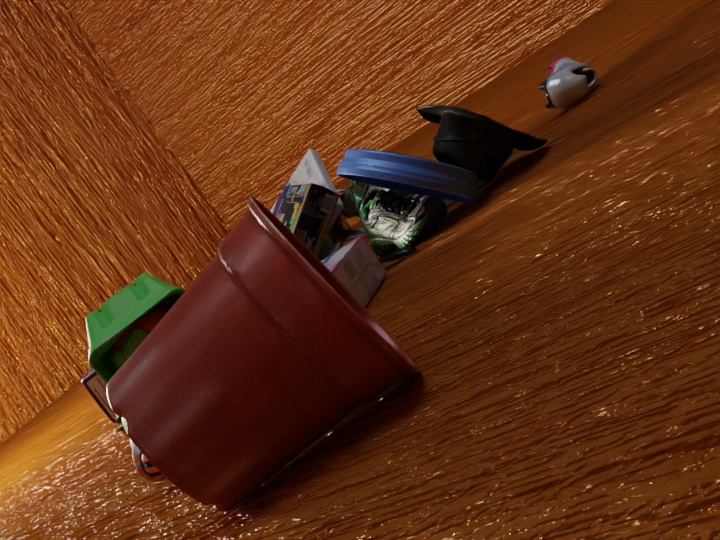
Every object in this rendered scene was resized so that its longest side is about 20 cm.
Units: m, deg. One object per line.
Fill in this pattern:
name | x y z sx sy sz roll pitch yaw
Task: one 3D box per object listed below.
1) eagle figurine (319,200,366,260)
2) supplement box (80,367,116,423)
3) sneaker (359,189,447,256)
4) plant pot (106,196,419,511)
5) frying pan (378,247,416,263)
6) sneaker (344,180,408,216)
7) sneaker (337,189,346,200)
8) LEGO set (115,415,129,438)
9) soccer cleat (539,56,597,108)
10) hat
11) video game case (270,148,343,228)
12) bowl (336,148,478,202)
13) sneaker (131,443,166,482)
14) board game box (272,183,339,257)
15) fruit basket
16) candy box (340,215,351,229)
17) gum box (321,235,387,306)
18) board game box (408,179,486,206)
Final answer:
eagle figurine | -0.085 -0.049 1.808 0.151 0.151 0.201 11 -68 -44
supplement box | -0.403 0.176 1.810 0.200 0.103 0.131 -37 8 -11
sneaker | 0.052 -0.078 1.426 0.078 0.085 0.200 -40 10 -27
plant pot | -0.089 0.078 0.811 0.195 0.201 0.201 -44 8 1
frying pan | 0.002 -0.004 1.407 0.189 0.031 0.115 -17 11 14
sneaker | 0.014 -0.118 1.592 0.089 0.077 0.200 -50 11 -27
sneaker | -0.102 -0.135 2.373 0.200 0.078 0.112 -37 7 -2
LEGO set | -0.308 0.159 1.452 0.154 0.116 0.200 -35 8 8
soccer cleat | 0.356 -0.316 1.632 0.086 0.070 0.200 -14 19 24
hat | 0.163 -0.173 1.397 0.201 0.200 0.081 -160 85 -80
video game case | -0.106 -0.094 1.722 0.182 0.023 0.200 -55 32 21
bowl | 0.067 -0.132 1.361 0.201 0.200 0.040 -159 80 -80
sneaker | -0.145 0.149 1.047 0.112 0.078 0.200 -19 23 40
board game box | -0.115 -0.040 1.600 0.165 0.057 0.201 6 76 68
fruit basket | -0.221 0.131 1.143 0.155 0.216 0.216 -38 8 -10
candy box | -0.131 -0.043 2.022 0.169 0.077 0.200 -31 11 29
gum box | -0.048 0.035 1.258 0.113 0.066 0.200 -31 9 24
board game box | 0.136 -0.137 1.570 0.200 0.040 0.153 -30 10 37
